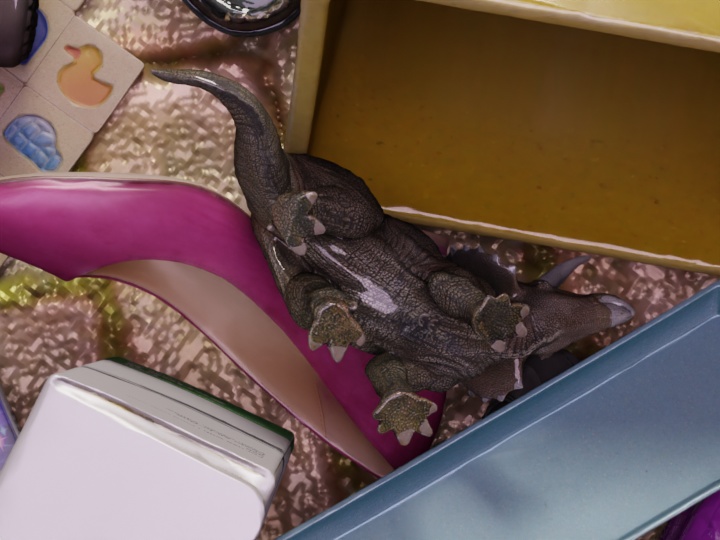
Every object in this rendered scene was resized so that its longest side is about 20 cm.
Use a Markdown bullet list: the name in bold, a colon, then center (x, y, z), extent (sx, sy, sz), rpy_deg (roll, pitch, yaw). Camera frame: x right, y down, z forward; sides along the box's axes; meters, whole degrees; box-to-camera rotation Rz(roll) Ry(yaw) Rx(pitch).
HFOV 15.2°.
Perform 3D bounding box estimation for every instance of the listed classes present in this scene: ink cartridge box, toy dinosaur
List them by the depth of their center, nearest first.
- **ink cartridge box**: center (-0.090, 0.110, 0.931), extent (0.084, 0.200, 0.146), rpy_deg (26, 89, 1)
- **toy dinosaur**: center (0.000, 0.000, 0.935), extent (0.200, 0.102, 0.077), rpy_deg (28, 98, -13)

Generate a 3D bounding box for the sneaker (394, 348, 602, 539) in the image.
- **sneaker**: center (0.028, 0.119, 0.986), extent (0.090, 0.066, 0.200), rpy_deg (20, 91, -34)

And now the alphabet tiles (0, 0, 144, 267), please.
- **alphabet tiles**: center (-0.187, -0.074, 1.029), extent (0.166, 0.006, 0.200), rpy_deg (36, 90, 0)

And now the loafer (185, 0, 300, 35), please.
- **loafer**: center (-0.067, -0.185, 0.994), extent (0.072, 0.063, 0.200), rpy_deg (-16, 90, 1)

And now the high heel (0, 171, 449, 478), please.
- **high heel**: center (-0.056, 0.021, 0.975), extent (0.200, 0.067, 0.096), rpy_deg (9, 81, -20)

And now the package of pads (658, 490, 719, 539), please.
- **package of pads**: center (0.215, 0.121, 0.997), extent (0.200, 0.076, 0.121), rpy_deg (30, 87, 0)

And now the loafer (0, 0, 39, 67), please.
- **loafer**: center (-0.153, -0.176, 0.988), extent (0.071, 0.073, 0.200), rpy_deg (0, 84, -6)

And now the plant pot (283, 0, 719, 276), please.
- **plant pot**: center (0.086, -0.133, 0.943), extent (0.194, 0.196, 0.200), rpy_deg (10, 71, -1)

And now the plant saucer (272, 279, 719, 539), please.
- **plant saucer**: center (0.064, 0.080, 0.955), extent (0.200, 0.019, 0.070), rpy_deg (-30, 62, -5)

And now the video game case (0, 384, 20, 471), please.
- **video game case**: center (-0.226, 0.015, 1.016), extent (0.143, 0.018, 0.200), rpy_deg (-24, 91, -1)
